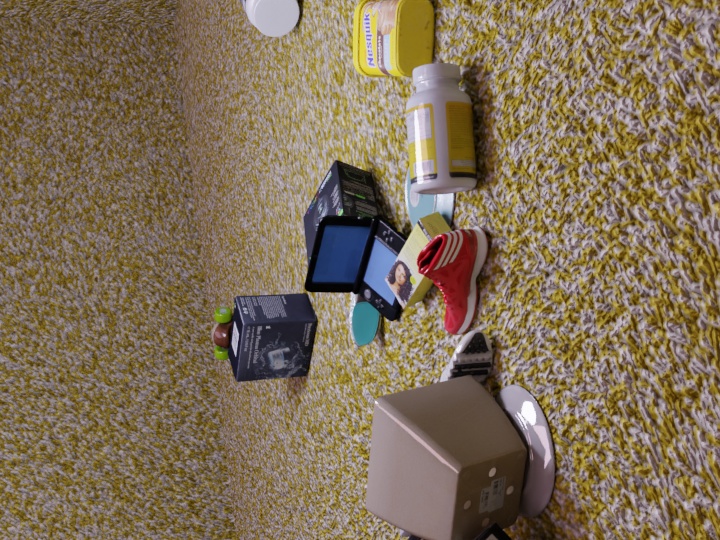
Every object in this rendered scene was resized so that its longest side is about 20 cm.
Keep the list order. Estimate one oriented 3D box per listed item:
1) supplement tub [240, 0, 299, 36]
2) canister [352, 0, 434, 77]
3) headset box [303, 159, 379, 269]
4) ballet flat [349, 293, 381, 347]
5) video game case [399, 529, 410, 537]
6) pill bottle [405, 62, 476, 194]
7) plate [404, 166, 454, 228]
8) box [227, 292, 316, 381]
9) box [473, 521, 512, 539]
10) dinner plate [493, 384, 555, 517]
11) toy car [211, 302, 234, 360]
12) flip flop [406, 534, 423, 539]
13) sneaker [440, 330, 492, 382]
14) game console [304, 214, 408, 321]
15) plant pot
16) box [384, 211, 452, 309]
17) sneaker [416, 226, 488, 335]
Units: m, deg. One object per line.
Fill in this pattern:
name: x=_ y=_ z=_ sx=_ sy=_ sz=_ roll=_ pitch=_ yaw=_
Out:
supplement tub: x=-0.242 y=-0.712 z=2.429 sx=0.201 sy=0.138 sz=0.142 roll=-116 pitch=31 yaw=-46
canister: x=0.061 y=-0.436 z=1.739 sx=0.200 sy=0.085 sz=0.151 roll=-151 pitch=60 yaw=-64
headset box: x=-0.041 y=-0.094 z=1.939 sx=0.175 sy=0.092 sz=0.202 roll=-57 pitch=27 yaw=35
ballet flat: x=0.011 y=0.061 z=1.976 sx=0.072 sy=0.071 sz=0.204 roll=172 pitch=100 yaw=-69
video game case: x=0.111 y=0.368 z=1.724 sx=0.201 sy=0.023 sz=0.184 roll=112 pitch=165 yaw=-49
pill bottle: x=0.132 y=-0.232 z=1.535 sx=0.112 sy=0.110 sz=0.204 roll=171 pitch=97 yaw=-69
plate: x=0.118 y=-0.142 z=1.704 sx=0.200 sy=0.025 sz=0.204 roll=176 pitch=90 yaw=-69
box: x=-0.233 y=0.174 z=2.432 sx=0.118 sy=0.197 sz=0.199 roll=-118 pitch=32 yaw=-49
box: x=0.211 y=0.493 z=1.336 sx=0.200 sy=0.086 sz=0.165 roll=45 pitch=141 yaw=20
dinner plate: x=0.239 y=0.280 z=1.440 sx=0.200 sy=0.024 sz=0.204 roll=178 pitch=90 yaw=-70
toy car: x=-0.354 y=0.213 z=2.914 sx=0.198 sy=0.157 sz=0.167 roll=25 pitch=123 yaw=35
flip flop: x=0.135 y=0.484 z=1.683 sx=0.081 sy=0.057 sz=0.201 roll=45 pitch=132 yaw=17
sneaker: x=0.167 y=0.174 z=1.558 sx=0.082 sy=0.074 sz=0.202 roll=-106 pitch=23 yaw=-52
game console: x=0.000 y=0.000 z=1.826 sx=0.176 sy=0.116 sz=0.202 roll=41 pitch=137 yaw=25
plant pot: x=0.141 y=0.304 z=1.423 sx=0.176 sy=0.197 sz=0.203 roll=31 pitch=122 yaw=52
box: x=0.109 y=-0.015 z=1.687 sx=0.076 sy=0.050 sz=0.201 roll=56 pitch=147 yaw=21
sneaker: x=0.136 y=0.019 z=1.548 sx=0.078 sy=0.114 sz=0.203 roll=-128 pitch=40 yaw=-56
